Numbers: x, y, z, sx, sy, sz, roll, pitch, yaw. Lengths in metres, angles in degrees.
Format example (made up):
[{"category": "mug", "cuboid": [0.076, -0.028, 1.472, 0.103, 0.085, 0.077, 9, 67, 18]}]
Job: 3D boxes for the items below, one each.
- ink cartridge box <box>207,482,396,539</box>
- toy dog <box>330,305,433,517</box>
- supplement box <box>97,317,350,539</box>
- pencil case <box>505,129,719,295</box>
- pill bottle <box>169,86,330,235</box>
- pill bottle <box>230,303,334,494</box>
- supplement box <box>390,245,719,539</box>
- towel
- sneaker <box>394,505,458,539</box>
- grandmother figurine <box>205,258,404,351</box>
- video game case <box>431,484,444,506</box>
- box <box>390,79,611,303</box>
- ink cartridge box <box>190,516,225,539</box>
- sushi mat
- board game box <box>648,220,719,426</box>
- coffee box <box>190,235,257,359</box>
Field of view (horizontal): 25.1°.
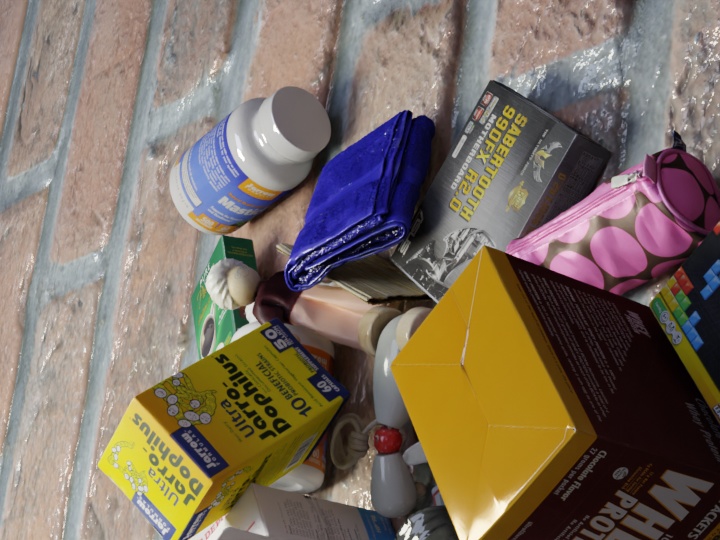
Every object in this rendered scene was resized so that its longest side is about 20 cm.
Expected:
[{"category": "ink cartridge box", "cuboid": [-0.074, 0.267, 1.496, 0.116, 0.199, 0.068, -53, 37, 26]}, {"category": "toy dog", "cuboid": [0.054, 0.120, 1.503, 0.132, 0.096, 0.201, 43, 126, 52]}, {"category": "supplement box", "cuboid": [-0.124, 0.147, 1.489, 0.109, 0.200, 0.110, 44, 131, 15]}, {"category": "pencil case", "cuboid": [0.202, -0.028, 1.325, 0.200, 0.093, 0.091, -36, 47, 43]}, {"category": "pill bottle", "cuboid": [-0.123, -0.128, 1.843, 0.200, 0.112, 0.113, -33, 49, 45]}, {"category": "pill bottle", "cuboid": [-0.084, 0.122, 1.663, 0.112, 0.112, 0.201, -21, 58, 51]}, {"category": "supplement box", "cuboid": [0.161, 0.117, 1.215, 0.133, 0.199, 0.198, -53, 37, 26]}, {"category": "towel", "cuboid": [-0.003, -0.075, 1.602, 0.147, 0.050, 0.200, -26, 26, 28]}, {"category": "sneaker", "cuboid": [0.049, 0.302, 1.393, 0.091, 0.076, 0.201, 56, 135, 49]}, {"category": "grandmother figurine", "cuboid": [-0.059, 0.031, 1.608, 0.121, 0.199, 0.061, -53, -27, -58]}, {"category": "video game case", "cuboid": [0.126, 0.239, 1.379, 0.143, 0.017, 0.201, -45, 41, 35]}, {"category": "box", "cuboid": [0.125, -0.057, 1.484, 0.201, 0.048, 0.158, -61, 34, 11]}, {"category": "ink cartridge box", "cuboid": [-0.112, 0.342, 1.624, 0.148, 0.085, 0.201, -50, 40, 31]}, {"category": "sushi mat", "cuboid": [0.000, 0.000, 1.613, 0.200, 0.095, 0.012, 29, 119, 57]}, {"category": "board game box", "cuboid": [0.312, 0.038, 1.162, 0.166, 0.057, 0.200, -55, 36, 27]}, {"category": "coffee box", "cuboid": [-0.146, 0.073, 1.820, 0.123, 0.044, 0.201, 119, 149, -43]}]
